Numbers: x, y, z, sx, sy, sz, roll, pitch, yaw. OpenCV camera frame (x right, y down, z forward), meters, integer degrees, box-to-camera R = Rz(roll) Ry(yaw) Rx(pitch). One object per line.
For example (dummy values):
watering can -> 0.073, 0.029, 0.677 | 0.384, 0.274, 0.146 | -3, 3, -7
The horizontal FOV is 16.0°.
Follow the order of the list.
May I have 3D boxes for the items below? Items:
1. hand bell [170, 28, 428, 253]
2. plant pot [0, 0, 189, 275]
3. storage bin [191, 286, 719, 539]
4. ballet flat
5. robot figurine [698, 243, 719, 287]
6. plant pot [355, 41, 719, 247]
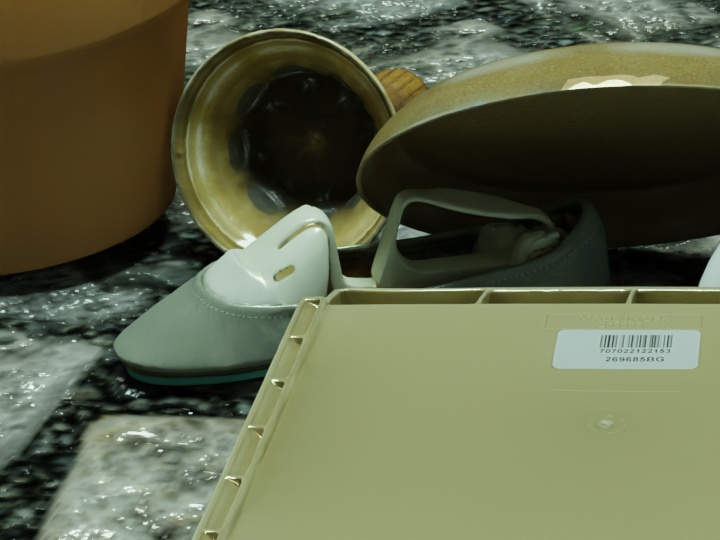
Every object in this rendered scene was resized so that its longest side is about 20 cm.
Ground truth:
hand bell -> -0.002, -0.066, 1.161 | 0.103, 0.105, 0.200 | 5, 12, 17
plant pot -> -0.157, -0.087, 1.104 | 0.199, 0.141, 0.200 | -8, 22, 3
storage bin -> 0.068, 0.080, 0.694 | 0.199, 0.094, 0.199 | 0, 24, 11
ballet flat -> 0.000, 0.000, 1.005 | 0.199, 0.064, 0.067 | -6, 24, -7
robot figurine -> 0.189, 0.011, 0.903 | 0.169, 0.114, 0.200 | -15, 12, 39
plant pot -> 0.097, -0.049, 1.003 | 0.199, 0.028, 0.200 | -2, -16, 0
